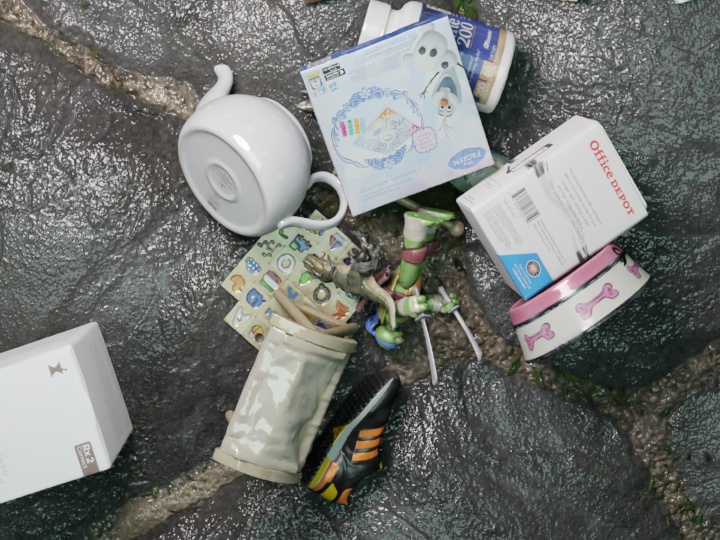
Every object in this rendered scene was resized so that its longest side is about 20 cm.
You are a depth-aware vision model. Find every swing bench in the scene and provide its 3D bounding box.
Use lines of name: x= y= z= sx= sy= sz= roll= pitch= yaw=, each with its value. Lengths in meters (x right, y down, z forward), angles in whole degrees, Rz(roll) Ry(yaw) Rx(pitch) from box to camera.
swing bench: x=-0.093 y=0.154 z=1.666 sx=0.128 sy=0.200 sz=0.201 roll=23 pitch=98 yaw=-6

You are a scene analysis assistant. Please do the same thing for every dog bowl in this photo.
dog bowl: x=0.282 y=0.037 z=1.676 sx=0.199 sy=0.200 sz=0.074 roll=-34 pitch=89 yaw=2

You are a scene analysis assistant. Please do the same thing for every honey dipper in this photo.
honey dipper: x=0.054 y=-0.099 z=1.735 sx=0.198 sy=0.038 sz=0.038 roll=25 pitch=95 yaw=-7

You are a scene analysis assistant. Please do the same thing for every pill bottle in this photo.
pill bottle: x=0.096 y=-0.288 z=1.676 sx=0.197 sy=0.111 sz=0.113 roll=17 pitch=95 yaw=-3

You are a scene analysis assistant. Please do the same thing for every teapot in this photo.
teapot: x=-0.130 y=-0.151 z=1.667 sx=0.146 sy=0.196 sz=0.202 roll=-40 pitch=127 yaw=-33

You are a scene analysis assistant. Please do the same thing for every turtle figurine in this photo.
turtle figurine: x=0.099 y=0.025 z=1.689 sx=0.142 sy=0.199 sz=0.197 roll=-2 pitch=108 yaw=-39

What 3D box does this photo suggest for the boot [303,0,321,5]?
boot: x=-0.009 y=-0.459 z=1.685 sx=0.197 sy=0.064 sz=0.189 roll=-8 pitch=94 yaw=4

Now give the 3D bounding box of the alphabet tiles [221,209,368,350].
alphabet tiles: x=-0.089 y=0.025 z=1.756 sx=0.166 sy=0.006 sz=0.201 roll=41 pitch=93 yaw=-6

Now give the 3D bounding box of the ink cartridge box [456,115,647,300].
ink cartridge box: x=0.248 y=-0.083 z=1.648 sx=0.199 sy=0.084 sz=0.147 roll=-34 pitch=107 yaw=-2

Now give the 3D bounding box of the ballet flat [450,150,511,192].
ballet flat: x=0.202 y=-0.110 z=1.718 sx=0.198 sy=0.071 sz=0.070 roll=30 pitch=93 yaw=-4

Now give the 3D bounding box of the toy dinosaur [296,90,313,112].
toy dinosaur: x=0.014 y=-0.192 z=1.697 sx=0.198 sy=0.102 sz=0.077 roll=31 pitch=105 yaw=-14

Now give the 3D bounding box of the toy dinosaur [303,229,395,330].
toy dinosaur: x=0.000 y=0.000 z=1.678 sx=0.047 sy=0.199 sz=0.089 roll=1 pitch=110 yaw=-38

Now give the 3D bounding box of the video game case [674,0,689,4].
video game case: x=0.466 y=-0.478 z=1.715 sx=0.141 sy=0.017 sz=0.203 roll=-18 pitch=96 yaw=0

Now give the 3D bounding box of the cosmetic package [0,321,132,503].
cosmetic package: x=-0.410 y=0.182 z=1.665 sx=0.163 sy=0.200 sz=0.167 roll=-18 pitch=96 yaw=0

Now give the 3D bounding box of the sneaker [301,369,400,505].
sneaker: x=0.006 y=0.231 z=1.756 sx=0.090 sy=0.070 sz=0.201 roll=35 pitch=94 yaw=-20

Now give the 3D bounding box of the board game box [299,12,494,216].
board game box: x=0.047 y=-0.197 z=1.620 sx=0.197 sy=0.043 sz=0.201 roll=-19 pitch=109 yaw=3
